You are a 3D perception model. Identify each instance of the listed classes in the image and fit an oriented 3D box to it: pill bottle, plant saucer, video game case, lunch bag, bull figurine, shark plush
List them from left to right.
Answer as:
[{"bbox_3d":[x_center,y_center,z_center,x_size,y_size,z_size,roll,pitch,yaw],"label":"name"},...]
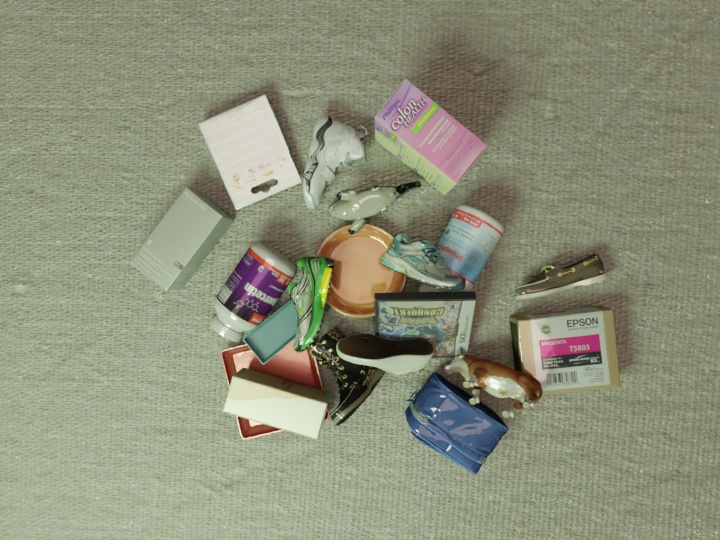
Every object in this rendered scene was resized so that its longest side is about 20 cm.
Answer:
[{"bbox_3d":[-0.229,0.046,1.121,0.112,0.112,0.200,34,92,1],"label":"pill bottle"},{"bbox_3d":[-0.183,0.245,1.161,0.199,0.037,0.201,-14,91,2],"label":"plant saucer"},{"bbox_3d":[-0.150,0.108,1.130,0.200,0.019,0.070,-40,90,-21],"label":"plant saucer"},{"bbox_3d":[0.000,0.000,1.151,0.199,0.037,0.201,0,91,3],"label":"plant saucer"},{"bbox_3d":[0.026,-0.161,1.126,0.200,0.083,0.091,-31,106,4],"label":"shark plush"},{"bbox_3d":[0.129,0.116,1.099,0.199,0.026,0.181,-1,133,2],"label":"video game case"},{"bbox_3d":[0.182,0.313,1.100,0.200,0.136,0.133,33,92,1],"label":"lunch bag"},{"bbox_3d":[0.204,-0.026,1.108,0.108,0.109,0.201,29,91,1],"label":"pill bottle"},{"bbox_3d":[0.261,0.222,1.067,0.199,0.121,0.065,13,119,18],"label":"bull figurine"}]

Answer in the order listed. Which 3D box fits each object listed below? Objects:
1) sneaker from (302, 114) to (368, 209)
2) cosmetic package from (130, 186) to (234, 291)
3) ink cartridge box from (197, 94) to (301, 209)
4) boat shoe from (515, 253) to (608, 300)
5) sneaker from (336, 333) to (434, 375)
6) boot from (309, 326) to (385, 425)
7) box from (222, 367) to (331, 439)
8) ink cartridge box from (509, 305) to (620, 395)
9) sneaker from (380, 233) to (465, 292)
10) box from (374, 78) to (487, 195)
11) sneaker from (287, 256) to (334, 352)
[{"bbox_3d":[-0.052,-0.222,1.128,0.114,0.075,0.201,11,88,4],"label":"sneaker"},{"bbox_3d":[-0.376,-0.066,1.137,0.107,0.090,0.200,36,95,4],"label":"cosmetic package"},{"bbox_3d":[-0.234,-0.254,1.156,0.162,0.050,0.201,-23,98,1],"label":"ink cartridge box"},{"bbox_3d":[0.415,0.016,1.123,0.199,0.072,0.060,-15,85,-2],"label":"boat shoe"},{"bbox_3d":[0.046,0.184,1.095,0.199,0.073,0.085,6,131,-8],"label":"sneaker"},{"bbox_3d":[-0.043,0.209,1.090,0.151,0.200,0.073,42,127,5],"label":"boot"},{"bbox_3d":[-0.167,0.271,1.098,0.199,0.095,0.078,16,91,0],"label":"box"},{"bbox_3d":[0.426,0.169,1.122,0.199,0.075,0.166,-7,92,3],"label":"ink cartridge box"},{"bbox_3d":[0.125,-0.020,1.046,0.200,0.077,0.087,25,95,40],"label":"sneaker"},{"bbox_3d":[0.134,-0.258,1.072,0.200,0.176,0.097,39,92,1],"label":"box"},{"bbox_3d":[-0.112,0.068,1.100,0.085,0.078,0.201,11,84,-5],"label":"sneaker"}]
